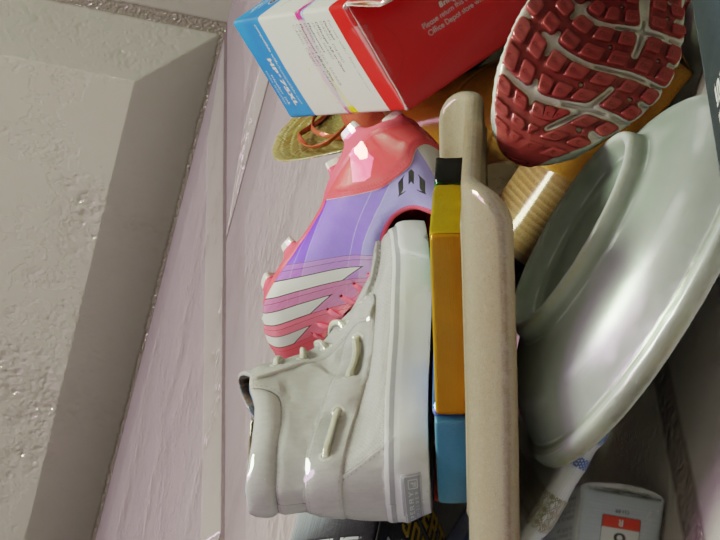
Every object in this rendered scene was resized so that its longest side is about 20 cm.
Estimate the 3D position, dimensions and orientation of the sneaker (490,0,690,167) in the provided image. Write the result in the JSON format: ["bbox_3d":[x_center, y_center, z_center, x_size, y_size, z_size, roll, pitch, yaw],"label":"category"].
[{"bbox_3d":[0.123,-0.120,1.433,0.200,0.078,0.082,-54,-3,-32],"label":"sneaker"}]

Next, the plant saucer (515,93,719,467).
[{"bbox_3d":[0.116,-0.007,1.355,0.200,0.050,0.200,-58,9,14],"label":"plant saucer"}]

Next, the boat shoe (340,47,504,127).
[{"bbox_3d":[0.067,-0.128,1.708,0.200,0.063,0.071,-39,17,-26],"label":"boat shoe"}]

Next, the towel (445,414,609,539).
[{"bbox_3d":[0.100,0.076,1.417,0.200,0.024,0.147,-60,7,3],"label":"towel"}]

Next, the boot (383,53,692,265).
[{"bbox_3d":[0.095,-0.100,1.559,0.144,0.071,0.201,-53,37,11],"label":"boot"}]

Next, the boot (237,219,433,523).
[{"bbox_3d":[-0.012,0.044,1.428,0.200,0.095,0.074,-86,-6,-55],"label":"boot"}]

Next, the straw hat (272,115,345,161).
[{"bbox_3d":[0.052,-0.088,1.836,0.085,0.201,0.201,60,-178,-16],"label":"straw hat"}]

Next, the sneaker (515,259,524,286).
[{"bbox_3d":[0.091,-0.017,1.674,0.200,0.060,0.104,-112,22,-62],"label":"sneaker"}]

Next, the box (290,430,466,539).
[{"bbox_3d":[0.027,0.158,1.526,0.159,0.048,0.200,-75,-28,-45],"label":"box"}]

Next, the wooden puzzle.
[{"bbox_3d":[0.049,0.025,1.394,0.200,0.037,0.185,-97,5,-73],"label":"wooden puzzle"}]

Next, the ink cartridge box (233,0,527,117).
[{"bbox_3d":[0.028,-0.139,1.555,0.067,0.116,0.200,59,161,-14],"label":"ink cartridge box"}]

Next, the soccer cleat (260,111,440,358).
[{"bbox_3d":[0.000,0.000,1.575,0.077,0.067,0.200,55,142,26],"label":"soccer cleat"}]

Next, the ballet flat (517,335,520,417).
[{"bbox_3d":[0.055,0.038,1.599,0.200,0.071,0.069,54,173,48],"label":"ballet flat"}]

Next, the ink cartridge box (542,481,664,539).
[{"bbox_3d":[0.096,0.210,1.434,0.162,0.050,0.200,140,136,-74],"label":"ink cartridge box"}]

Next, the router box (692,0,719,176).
[{"bbox_3d":[0.185,-0.152,1.208,0.200,0.062,0.150,-91,11,-45],"label":"router box"}]
